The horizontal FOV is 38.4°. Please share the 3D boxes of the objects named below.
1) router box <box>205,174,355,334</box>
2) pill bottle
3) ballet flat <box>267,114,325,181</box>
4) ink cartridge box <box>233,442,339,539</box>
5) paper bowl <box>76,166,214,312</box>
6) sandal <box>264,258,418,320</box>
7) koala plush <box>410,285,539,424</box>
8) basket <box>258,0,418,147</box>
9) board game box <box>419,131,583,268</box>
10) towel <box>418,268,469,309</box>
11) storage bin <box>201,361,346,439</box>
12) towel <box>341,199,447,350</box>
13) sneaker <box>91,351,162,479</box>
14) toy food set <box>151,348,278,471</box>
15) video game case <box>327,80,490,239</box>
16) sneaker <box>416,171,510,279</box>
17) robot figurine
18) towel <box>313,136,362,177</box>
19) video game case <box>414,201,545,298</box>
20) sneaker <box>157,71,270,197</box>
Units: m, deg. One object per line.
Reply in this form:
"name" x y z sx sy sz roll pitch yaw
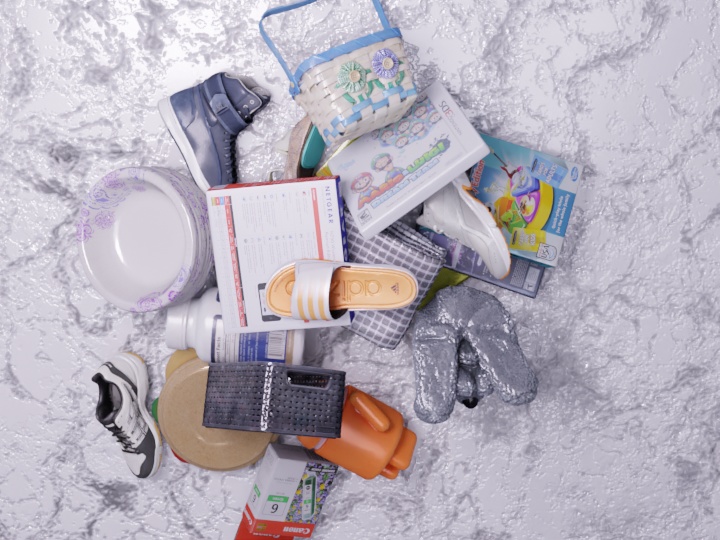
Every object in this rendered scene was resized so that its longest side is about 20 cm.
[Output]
"router box" -0.107 -0.020 1.399 0.178 0.049 0.201 -4 101 8
"pill bottle" -0.178 0.083 1.509 0.198 0.111 0.112 6 106 -2
"ballet flat" -0.096 -0.148 1.467 0.067 0.068 0.201 17 97 20
"ink cartridge box" -0.120 0.370 1.603 0.108 0.050 0.201 13 106 -29
"paper bowl" -0.290 -0.046 1.453 0.199 0.104 0.202 3 96 25
"sandal" -0.028 0.025 1.343 0.205 0.059 0.080 -4 101 8
"koala plush" 0.153 0.127 1.494 0.176 0.200 0.185 -12 75 3
"basket" -0.020 -0.284 1.388 0.176 0.139 0.201 -27 81 -20
"board game box" 0.201 -0.104 1.471 0.199 0.047 0.152 16 87 -6
"towel" 0.073 0.019 1.534 0.199 0.018 0.086 -32 104 8
"storage bin" -0.122 0.181 1.438 0.135 0.200 0.094 11 80 -31
"towel" 0.000 0.000 1.457 0.199 0.086 0.166 27 114 0
"sneaker" -0.359 0.227 1.551 0.075 0.088 0.201 -4 103 30
"toy food set" -0.218 0.217 1.579 0.199 0.049 0.199 18 105 -6
"video game case" 0.059 -0.154 1.401 0.200 0.182 0.024 -35 130 9
"sneaker" 0.130 -0.067 1.410 0.092 0.076 0.201 -32 85 2
"robot figurine" -0.014 0.236 1.552 0.199 0.144 0.117 29 87 -8
"towel" -0.008 -0.142 1.496 0.086 0.018 0.200 40 101 -11
"video game case" 0.183 -0.058 1.501 0.199 0.019 0.144 19 87 -5
"sneaker" -0.176 -0.179 1.453 0.146 0.077 0.203 -25 103 9
